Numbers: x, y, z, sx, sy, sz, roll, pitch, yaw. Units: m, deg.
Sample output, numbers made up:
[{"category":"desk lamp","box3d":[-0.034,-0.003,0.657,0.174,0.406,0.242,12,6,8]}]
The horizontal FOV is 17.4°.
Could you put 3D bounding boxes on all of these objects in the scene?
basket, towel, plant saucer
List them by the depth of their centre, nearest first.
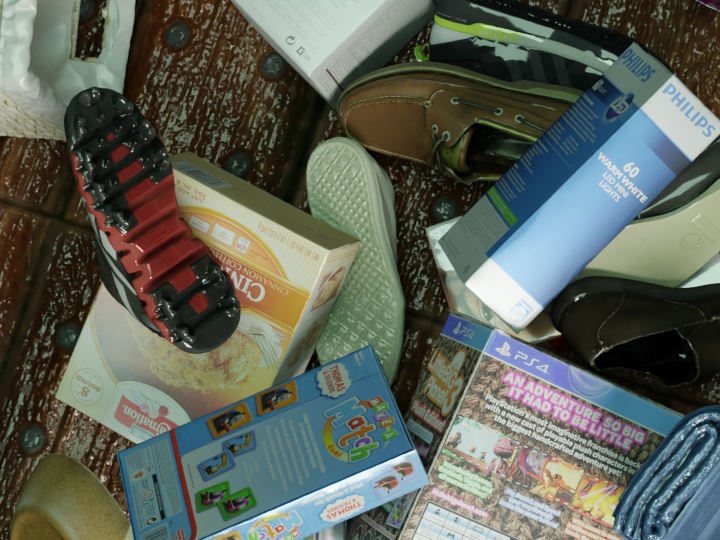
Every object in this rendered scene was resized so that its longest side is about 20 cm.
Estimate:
[{"category":"towel","box3d":[0.231,0.152,1.608,0.049,0.200,0.112,38,89,24]},{"category":"plant saucer","box3d":[-0.203,0.231,1.690,0.035,0.200,0.201,-20,73,-30]},{"category":"basket","box3d":[-0.277,-0.209,1.775,0.160,0.200,0.199,2,80,14]}]

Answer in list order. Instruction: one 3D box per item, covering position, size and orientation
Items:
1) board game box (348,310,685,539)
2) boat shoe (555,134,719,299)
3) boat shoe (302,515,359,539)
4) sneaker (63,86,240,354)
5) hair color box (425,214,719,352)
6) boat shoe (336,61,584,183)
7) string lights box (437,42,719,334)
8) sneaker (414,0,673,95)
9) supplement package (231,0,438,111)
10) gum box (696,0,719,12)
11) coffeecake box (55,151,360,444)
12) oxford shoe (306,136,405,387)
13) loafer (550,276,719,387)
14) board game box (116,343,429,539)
[{"category":"board game box","box3d":[0.104,0.154,1.643,0.159,0.097,0.200,25,89,-18]},{"category":"boat shoe","box3d":[0.219,-0.040,1.652,0.201,0.074,0.063,-33,42,13]},{"category":"boat shoe","box3d":[-0.035,0.179,1.720,0.062,0.072,0.201,3,84,11]},{"category":"sneaker","box3d":[-0.159,-0.034,1.648,0.071,0.098,0.201,-32,103,-24]},{"category":"hair color box","box3d":[0.160,-0.007,1.719,0.200,0.064,0.111,-19,78,9]},{"category":"boat shoe","box3d":[0.074,-0.104,1.720,0.199,0.072,0.068,2,42,15]},{"category":"string lights box","box3d":[0.150,-0.059,1.629,0.200,0.103,0.059,-45,109,7]},{"category":"sneaker","box3d":[0.139,-0.147,1.758,0.200,0.072,0.083,21,111,15]},{"category":"supplement package","box3d":[0.008,-0.237,1.765,0.200,0.114,0.110,-44,76,0]},{"category":"gum box","box3d":[0.238,-0.275,1.748,0.200,0.066,0.114,28,85,15]},{"category":"coffeecake box","box3d":[-0.113,0.037,1.733,0.153,0.073,0.200,27,105,15]},{"category":"oxford shoe","box3d":[0.000,0.000,1.755,0.075,0.058,0.201,-6,92,19]},{"category":"loafer","box3d":[0.232,0.054,1.655,0.199,0.073,0.071,3,48,-15]},{"category":"board game box","box3d":[-0.064,0.136,1.620,0.200,0.151,0.037,-24,119,1]}]
